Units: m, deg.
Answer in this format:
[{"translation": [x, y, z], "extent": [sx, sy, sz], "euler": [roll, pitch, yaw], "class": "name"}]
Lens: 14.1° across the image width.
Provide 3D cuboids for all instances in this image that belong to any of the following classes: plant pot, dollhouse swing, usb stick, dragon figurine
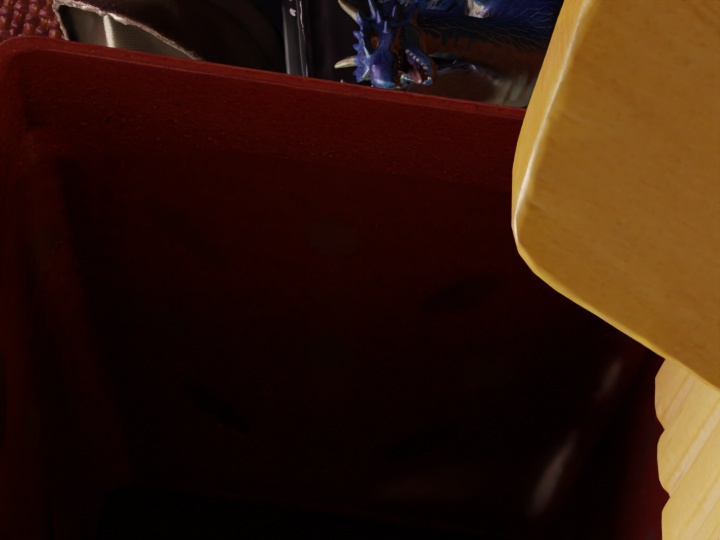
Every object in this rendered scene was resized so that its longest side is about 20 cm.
[{"translation": [-0.016, 0.082, 0.768], "extent": [0.177, 0.199, 0.201], "euler": [96, -178, -57], "class": "plant pot"}, {"translation": [0.054, -0.027, 0.538], "extent": [0.176, 0.181, 0.201], "euler": [-46, 25, 33], "class": "dollhouse swing"}, {"translation": [0.000, 0.000, 0.936], "extent": [0.055, 0.032, 0.201], "euler": [42, -141, -59], "class": "usb stick"}, {"translation": [0.040, -0.097, 0.944], "extent": [0.201, 0.099, 0.059], "euler": [-85, 12, -47], "class": "dragon figurine"}]

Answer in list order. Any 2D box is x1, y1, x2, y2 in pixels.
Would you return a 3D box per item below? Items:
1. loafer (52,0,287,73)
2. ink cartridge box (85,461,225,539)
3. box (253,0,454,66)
[{"translation": [-0.061, -0.036, 1.004], "extent": [0.071, 0.073, 0.200], "euler": [-57, -30, -25], "class": "loafer"}, {"translation": [-0.048, 0.140, 0.965], "extent": [0.044, 0.173, 0.200], "euler": [-53, -4, -20], "class": "ink cartridge box"}, {"translation": [-0.022, -0.173, 1.130], "extent": [0.197, 0.123, 0.201], "euler": [-12, -84, -86], "class": "box"}]
